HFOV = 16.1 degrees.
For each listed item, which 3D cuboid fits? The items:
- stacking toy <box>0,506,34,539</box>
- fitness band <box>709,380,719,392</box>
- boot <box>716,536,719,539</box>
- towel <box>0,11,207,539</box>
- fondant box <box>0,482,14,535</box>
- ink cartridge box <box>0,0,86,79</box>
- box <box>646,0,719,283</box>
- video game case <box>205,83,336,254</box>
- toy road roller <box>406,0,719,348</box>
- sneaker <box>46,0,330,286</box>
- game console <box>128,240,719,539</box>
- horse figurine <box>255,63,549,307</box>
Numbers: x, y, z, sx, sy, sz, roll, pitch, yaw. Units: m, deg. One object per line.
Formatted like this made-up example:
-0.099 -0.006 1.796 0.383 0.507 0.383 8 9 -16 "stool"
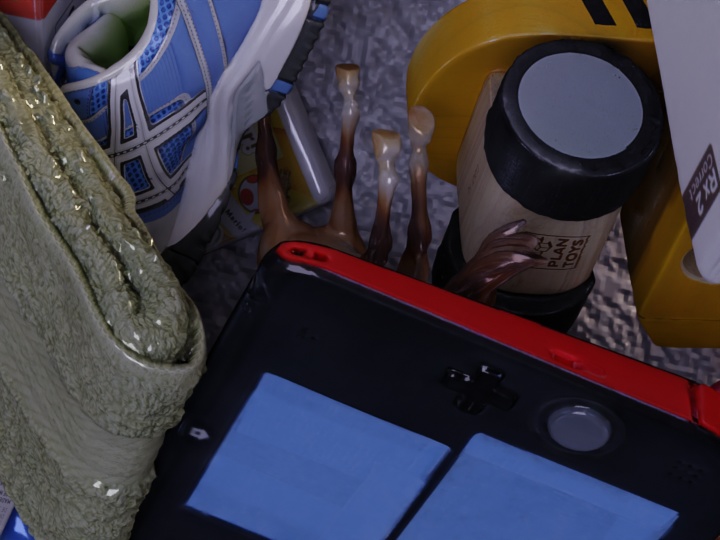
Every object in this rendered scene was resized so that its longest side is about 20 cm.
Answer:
-0.146 0.108 1.018 0.200 0.085 0.085 -36 89 19 "stacking toy"
0.196 0.098 0.918 0.200 0.037 0.144 -6 79 -8 "fitness band"
0.110 0.086 0.959 0.155 0.074 0.200 -8 106 14 "boot"
-0.125 -0.003 0.884 0.200 0.036 0.148 55 144 24 "towel"
-0.221 0.115 0.999 0.144 0.058 0.200 30 96 42 "fondant box"
-0.157 -0.110 0.928 0.109 0.050 0.200 15 136 11 "ink cartridge box"
0.176 -0.125 0.767 0.131 0.199 0.200 1 59 -13 "box"
-0.128 -0.088 1.014 0.182 0.023 0.200 -22 91 15 "video game case"
0.116 -0.060 0.908 0.200 0.123 0.146 3 58 -10 "toy road roller"
-0.083 -0.055 0.926 0.077 0.076 0.200 14 120 -25 "sneaker"
0.020 0.079 0.864 0.177 0.031 0.200 19 139 -11 "game console"
0.000 0.000 0.902 0.050 0.200 0.133 -7 109 -22 "horse figurine"
